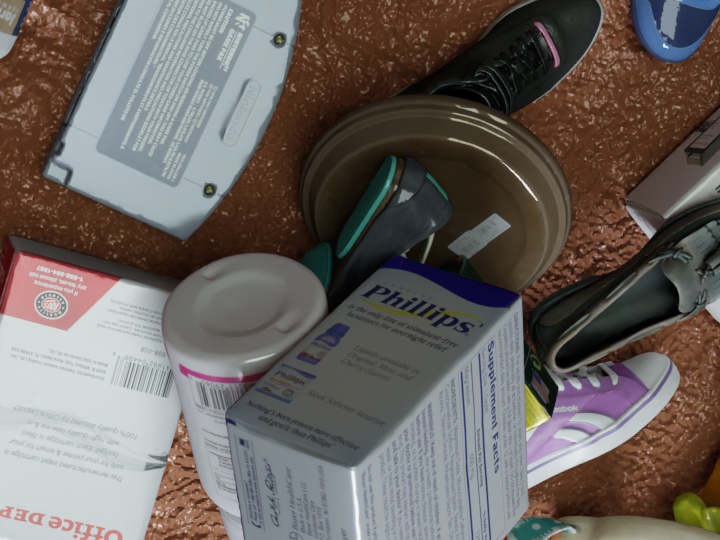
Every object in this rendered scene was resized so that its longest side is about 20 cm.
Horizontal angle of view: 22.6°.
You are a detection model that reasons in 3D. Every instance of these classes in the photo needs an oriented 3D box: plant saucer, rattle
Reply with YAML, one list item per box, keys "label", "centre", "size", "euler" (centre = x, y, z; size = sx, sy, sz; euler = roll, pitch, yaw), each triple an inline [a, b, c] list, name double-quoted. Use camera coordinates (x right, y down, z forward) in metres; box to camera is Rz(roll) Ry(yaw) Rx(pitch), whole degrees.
- label: "plant saucer"
  centre: [0.052, -0.039, 1.283]
  size: [0.198, 0.030, 0.201]
  euler: [6, 134, 6]
- label: "rattle"
  centre: [0.209, 0.174, 1.416]
  size: [0.198, 0.130, 0.145]
  euler: [11, 88, 10]

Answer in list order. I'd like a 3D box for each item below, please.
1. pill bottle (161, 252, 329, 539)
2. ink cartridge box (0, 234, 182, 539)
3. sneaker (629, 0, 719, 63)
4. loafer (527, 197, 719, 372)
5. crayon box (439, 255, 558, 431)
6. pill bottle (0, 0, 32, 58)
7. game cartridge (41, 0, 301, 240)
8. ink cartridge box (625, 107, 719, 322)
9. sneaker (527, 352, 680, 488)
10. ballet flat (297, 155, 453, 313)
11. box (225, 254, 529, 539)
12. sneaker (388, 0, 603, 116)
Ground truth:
- label: "pill bottle"
  centre: [-0.065, 0.098, 1.240]
  size: [0.112, 0.114, 0.201]
  euler: [-18, 130, -11]
- label: "ink cartridge box"
  centre: [-0.205, 0.093, 1.272]
  size: [0.143, 0.084, 0.202]
  euler: [15, 95, -18]
- label: "sneaker"
  centre: [0.259, -0.250, 1.328]
  size: [0.073, 0.082, 0.202]
  euler: [15, 99, -19]
- label: "loafer"
  centre: [0.217, 0.018, 1.310]
  size: [0.199, 0.063, 0.072]
  euler: [-31, 110, 10]
- label: "crayon box"
  centre: [0.029, 0.092, 1.321]
  size: [0.199, 0.051, 0.127]
  euler: [-30, 105, 24]
- label: "pill bottle"
  centre: [-0.263, -0.208, 1.179]
  size: [0.110, 0.111, 0.202]
  euler: [23, 95, -18]
- label: "game cartridge"
  centre: [-0.126, -0.131, 1.274]
  size: [0.132, 0.042, 0.202]
  euler: [24, 95, -23]
- label: "ink cartridge box"
  centre: [0.327, -0.063, 1.385]
  size: [0.200, 0.084, 0.146]
  euler: [-43, 108, -2]
- label: "sneaker"
  centre: [0.144, 0.090, 1.378]
  size: [0.199, 0.073, 0.115]
  euler: [-28, 105, -8]
- label: "ballet flat"
  centre: [0.000, 0.000, 1.266]
  size: [0.073, 0.074, 0.200]
  euler: [27, 131, -19]
- label: "box"
  centre: [0.018, 0.125, 1.175]
  size: [0.200, 0.104, 0.186]
  euler: [-41, 138, -41]
- label: "sneaker"
  centre: [0.106, -0.138, 1.302]
  size: [0.199, 0.099, 0.071]
  euler: [-33, 106, -8]
